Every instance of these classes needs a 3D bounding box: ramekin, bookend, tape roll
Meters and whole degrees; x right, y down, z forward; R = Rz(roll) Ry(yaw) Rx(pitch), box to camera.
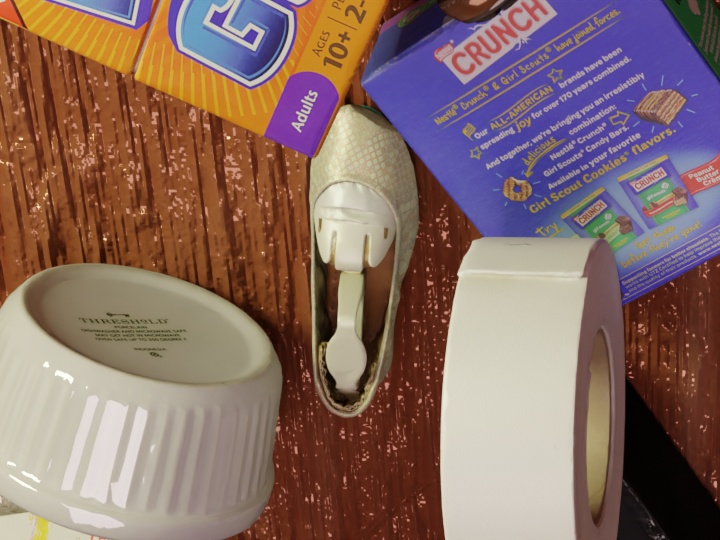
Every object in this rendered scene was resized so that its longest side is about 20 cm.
[{"bbox_3d":[-0.137,0.072,1.252,0.200,0.203,0.095,17,112,-1],"label":"ramekin"},{"bbox_3d":[0.116,0.179,1.331,0.199,0.092,0.199,-28,112,26],"label":"bookend"},{"bbox_3d":[0.096,0.082,1.123,0.070,0.203,0.204,1,123,15],"label":"tape roll"}]

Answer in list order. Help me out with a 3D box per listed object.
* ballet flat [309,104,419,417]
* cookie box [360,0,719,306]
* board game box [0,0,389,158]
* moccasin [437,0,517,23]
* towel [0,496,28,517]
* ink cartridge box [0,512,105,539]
[{"bbox_3d":[0.000,0.000,1.255,0.067,0.063,0.202,4,122,7],"label":"ballet flat"},{"bbox_3d":[0.128,-0.089,1.168,0.170,0.075,0.200,-29,114,27],"label":"cookie box"},{"bbox_3d":[-0.059,-0.220,1.044,0.198,0.201,0.201,23,123,-5],"label":"board game box"},{"bbox_3d":[0.087,-0.222,1.058,0.077,0.074,0.203,23,104,-15],"label":"moccasin"},{"bbox_3d":[-0.278,0.122,1.399,0.198,0.035,0.134,-4,121,13],"label":"towel"},{"bbox_3d":[-0.196,0.218,1.362,0.198,0.117,0.068,-10,138,19],"label":"ink cartridge box"}]
